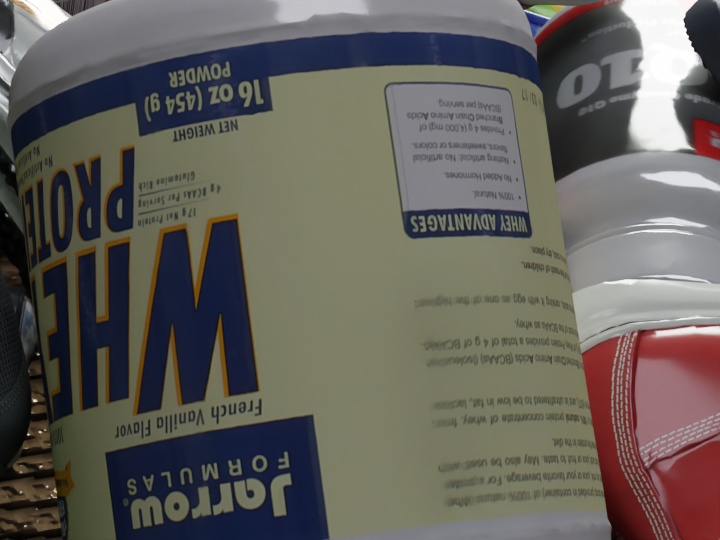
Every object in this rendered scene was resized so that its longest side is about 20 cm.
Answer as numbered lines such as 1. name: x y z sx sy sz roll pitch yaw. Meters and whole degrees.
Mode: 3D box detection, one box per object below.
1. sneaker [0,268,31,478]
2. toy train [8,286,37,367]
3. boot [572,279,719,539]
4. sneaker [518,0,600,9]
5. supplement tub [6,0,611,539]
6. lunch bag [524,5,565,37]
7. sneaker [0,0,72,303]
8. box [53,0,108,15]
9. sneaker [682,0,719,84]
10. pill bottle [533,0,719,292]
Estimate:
1. sneaker: -0.140 -0.028 0.724 0.074 0.085 0.200 -7 48 -28
2. toy train: -0.195 0.025 0.772 0.199 0.087 0.114 8 38 -11
3. boot: 0.158 0.064 0.748 0.199 0.073 0.144 -7 44 -25
4. sneaker: 0.009 -0.086 0.986 0.200 0.115 0.073 6 9 30
5. supplement tub: -0.012 0.032 0.696 0.144 0.145 0.201 -4 80 -27
6. lunch bag: 0.092 -0.111 1.098 0.160 0.083 0.200 21 32 8
7. sneaker: -0.079 -0.029 0.828 0.080 0.074 0.200 -26 67 -43
8. box: -0.205 -0.140 1.068 0.119 0.042 0.200 -16 45 -40
9. sneaker: 0.207 -0.052 0.887 0.200 0.082 0.070 34 29 1
10. pill bottle: 0.102 -0.010 0.913 0.113 0.114 0.200 13 31 -2
